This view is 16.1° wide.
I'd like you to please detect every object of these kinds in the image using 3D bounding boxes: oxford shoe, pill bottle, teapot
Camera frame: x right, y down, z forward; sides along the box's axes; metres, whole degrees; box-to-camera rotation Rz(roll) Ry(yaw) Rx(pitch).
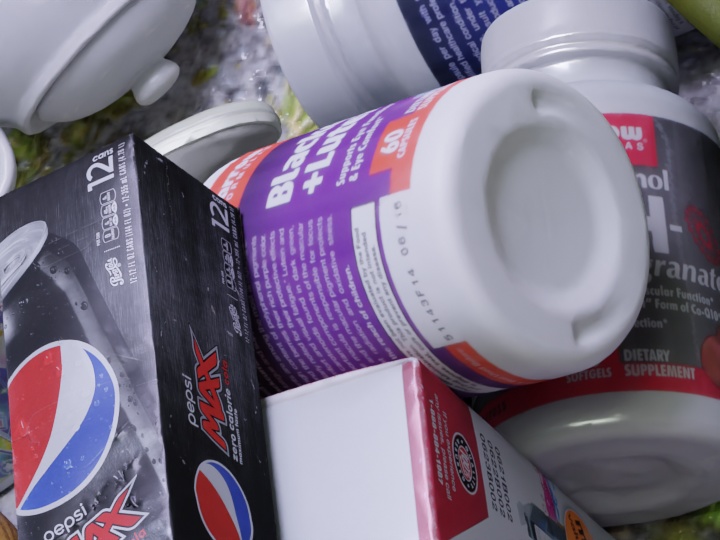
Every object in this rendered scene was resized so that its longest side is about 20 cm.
[{"bbox_3d":[-0.112,-0.006,1.177,0.200,0.075,0.058,-37,66,7],"label":"oxford shoe"},{"bbox_3d":[0.095,-0.007,1.024,0.111,0.111,0.200,-14,63,22],"label":"pill bottle"},{"bbox_3d":[0.063,-0.135,1.119,0.200,0.116,0.116,-21,56,18],"label":"pill bottle"},{"bbox_3d":[-0.149,-0.133,1.219,0.146,0.197,0.200,46,125,3],"label":"teapot"},{"bbox_3d":[0.000,0.000,0.954,0.200,0.111,0.112,-16,55,45],"label":"pill bottle"}]

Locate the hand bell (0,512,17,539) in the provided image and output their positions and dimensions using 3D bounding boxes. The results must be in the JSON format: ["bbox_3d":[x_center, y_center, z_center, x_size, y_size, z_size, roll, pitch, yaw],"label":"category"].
[{"bbox_3d":[-0.146,0.167,1.105,0.104,0.104,0.200,-36,39,7],"label":"hand bell"}]

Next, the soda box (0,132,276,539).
[{"bbox_3d":[-0.075,0.058,0.861,0.063,0.071,0.200,-24,55,23],"label":"soda box"}]

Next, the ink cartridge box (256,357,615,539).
[{"bbox_3d":[0.008,0.150,0.938,0.144,0.200,0.146,-19,58,20],"label":"ink cartridge box"}]

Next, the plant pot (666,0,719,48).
[{"bbox_3d":[0.203,-0.116,0.895,0.187,0.187,0.200,-34,43,8],"label":"plant pot"}]

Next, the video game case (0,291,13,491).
[{"bbox_3d":[-0.222,0.077,1.142,0.200,0.143,0.018,-36,47,7],"label":"video game case"}]

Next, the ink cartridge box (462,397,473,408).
[{"bbox_3d":[-0.035,0.063,1.084,0.200,0.084,0.145,-13,58,21],"label":"ink cartridge box"}]
